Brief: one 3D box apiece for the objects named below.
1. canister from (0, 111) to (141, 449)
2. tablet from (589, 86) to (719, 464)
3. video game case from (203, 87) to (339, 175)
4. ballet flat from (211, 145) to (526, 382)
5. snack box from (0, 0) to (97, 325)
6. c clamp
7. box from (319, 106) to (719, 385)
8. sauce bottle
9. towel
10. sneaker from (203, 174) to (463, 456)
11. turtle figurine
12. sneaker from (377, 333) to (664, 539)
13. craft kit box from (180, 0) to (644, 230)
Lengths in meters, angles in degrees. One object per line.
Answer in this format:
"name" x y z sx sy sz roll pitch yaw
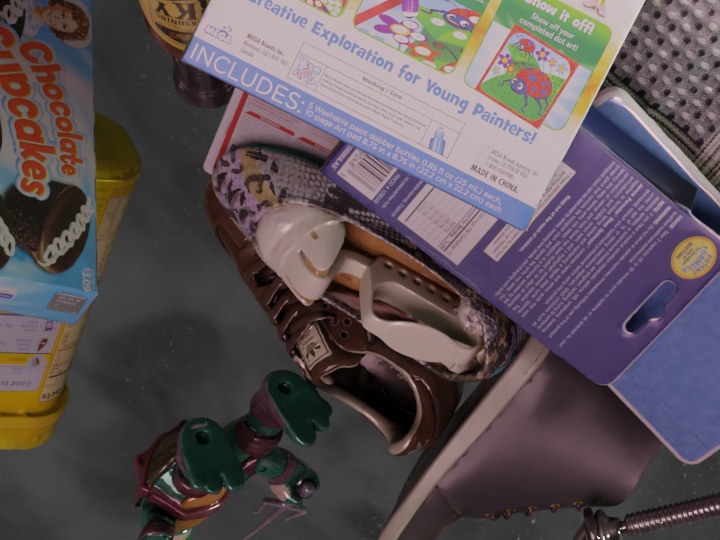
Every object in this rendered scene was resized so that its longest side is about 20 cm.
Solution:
"canister" -0.222 0.001 1.447 0.147 0.087 0.201 5 125 -29
"tablet" 0.161 0.006 1.345 0.200 0.014 0.130 45 121 -9
"video game case" 0.009 -0.101 1.342 0.142 0.017 0.201 27 127 1
"ballet flat" 0.000 0.000 1.358 0.199 0.072 0.072 30 123 -2
"snack box" -0.203 -0.073 1.341 0.115 0.201 0.037 11 144 -24
"c clamp" 0.203 0.150 1.412 0.198 0.027 0.172 -18 130 5
"box" 0.091 -0.038 1.317 0.200 0.032 0.121 38 122 -5
"sauce bottle" -0.088 -0.156 1.309 0.064 0.065 0.200 14 154 11
"towel" 0.151 -0.092 1.322 0.192 0.035 0.200 39 124 -5
"sneaker" -0.018 0.022 1.419 0.200 0.076 0.070 44 123 -8
"turtle figurine" -0.090 0.136 1.461 0.100 0.150 0.200 37 146 4
"sneaker" 0.091 0.127 1.441 0.106 0.075 0.200 35 122 -3
"craft kit box" 0.039 -0.152 1.235 0.199 0.049 0.199 27 104 -6
